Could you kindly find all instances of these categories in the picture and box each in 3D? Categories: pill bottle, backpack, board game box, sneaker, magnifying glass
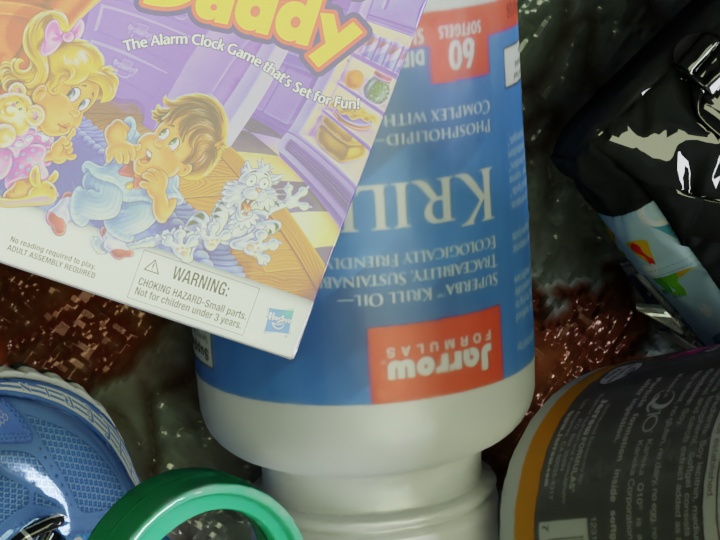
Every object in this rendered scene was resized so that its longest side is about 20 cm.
[{"bbox_3d":[0.000,0.000,0.826,0.112,0.112,0.201,-9,104,-16],"label":"pill bottle"},{"bbox_3d":[0.173,-0.013,0.876,0.163,0.154,0.200,-44,94,-13],"label":"backpack"},{"bbox_3d":[-0.091,-0.072,0.711,0.200,0.045,0.135,19,97,-15],"label":"board game box"},{"bbox_3d":[-0.081,0.105,0.801,0.079,0.089,0.200,-39,132,1],"label":"sneaker"},{"bbox_3d":[0.142,0.074,0.760,0.116,0.200,0.117,8,77,-35],"label":"pill bottle"},{"bbox_3d":[-0.021,0.130,0.797,0.080,0.022,0.200,-56,136,-15],"label":"magnifying glass"}]
